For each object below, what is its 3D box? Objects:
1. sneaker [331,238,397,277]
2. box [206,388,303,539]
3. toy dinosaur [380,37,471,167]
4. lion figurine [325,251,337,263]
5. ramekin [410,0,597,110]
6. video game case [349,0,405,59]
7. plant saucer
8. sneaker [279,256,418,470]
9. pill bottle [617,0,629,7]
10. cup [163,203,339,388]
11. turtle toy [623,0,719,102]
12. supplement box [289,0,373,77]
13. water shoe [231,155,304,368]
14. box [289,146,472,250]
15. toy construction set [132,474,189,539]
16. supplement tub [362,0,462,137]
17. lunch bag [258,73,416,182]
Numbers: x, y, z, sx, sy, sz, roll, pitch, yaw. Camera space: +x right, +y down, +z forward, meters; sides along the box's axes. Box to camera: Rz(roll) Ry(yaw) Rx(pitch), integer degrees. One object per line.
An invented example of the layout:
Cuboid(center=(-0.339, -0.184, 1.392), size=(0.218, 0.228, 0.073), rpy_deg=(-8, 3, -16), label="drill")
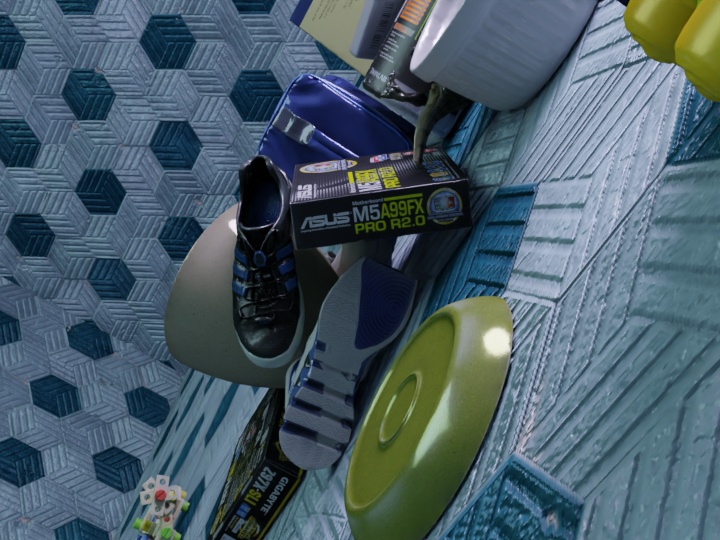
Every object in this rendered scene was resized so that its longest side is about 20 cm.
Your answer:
Cuboid(center=(0.000, 0.000, 1.067), size=(0.071, 0.073, 0.201), rpy_deg=(-20, -25, -30), label="sneaker")
Cuboid(center=(-0.105, 0.207, 1.057), size=(0.161, 0.049, 0.201), rpy_deg=(-60, 10, 27), label="box")
Cuboid(center=(0.075, -0.181, 0.938), size=(0.200, 0.087, 0.048), rpy_deg=(-46, -15, -41), label="toy dinosaur")
Cuboid(center=(-0.073, 0.046, 1.273), size=(0.201, 0.071, 0.124), rpy_deg=(-86, 19, -58), label="lion figurine")
Cuboid(center=(0.138, -0.244, 0.862), size=(0.202, 0.104, 0.201), rpy_deg=(-58, 10, 17), label="ramekin")
Cuboid(center=(0.091, -0.346, 1.140), size=(0.023, 0.179, 0.203), rpy_deg=(49, 130, 39), label="video game case")
Cuboid(center=(0.038, 0.101, 0.652), size=(0.202, 0.031, 0.200), rpy_deg=(-60, 9, 16), label="plant saucer")
Cuboid(center=(-0.027, 0.081, 0.900), size=(0.202, 0.079, 0.115), rpy_deg=(-64, 12, -5), label="sneaker")
Cuboid(center=(0.135, -0.201, 0.469), size=(0.113, 0.198, 0.112), rpy_deg=(-58, 10, 16), label="pill bottle")
Cuboid(center=(-0.091, 0.045, 1.015), size=(0.201, 0.142, 0.202), rpy_deg=(-47, -27, -32), label="cup")
Cuboid(center=(0.173, -0.104, 0.297), size=(0.147, 0.100, 0.201), rpy_deg=(-58, 11, 21), label="turtle toy")
Cuboid(center=(0.049, -0.369, 1.289), size=(0.202, 0.199, 0.134), rpy_deg=(-57, -13, 21), label="supplement box")
Cuboid(center=(-0.097, -0.010, 0.898), size=(0.079, 0.070, 0.204), rpy_deg=(61, -158, -66), label="water shoe")
Cuboid(center=(0.014, -0.074, 0.898), size=(0.200, 0.156, 0.045), rpy_deg=(-97, 0, -74), label="box")
Cuboid(center=(-0.333, 0.414, 1.590), size=(0.200, 0.091, 0.133), rpy_deg=(113, -179, -68), label="toy construction set")
Cuboid(center=(0.097, -0.268, 1.090), size=(0.202, 0.121, 0.123), rpy_deg=(-59, 10, 10), label="supplement tub")
Cuboid(center=(-0.018, -0.142, 1.153), size=(0.137, 0.198, 0.132), rpy_deg=(-60, -9, 18), label="lunch bag")
